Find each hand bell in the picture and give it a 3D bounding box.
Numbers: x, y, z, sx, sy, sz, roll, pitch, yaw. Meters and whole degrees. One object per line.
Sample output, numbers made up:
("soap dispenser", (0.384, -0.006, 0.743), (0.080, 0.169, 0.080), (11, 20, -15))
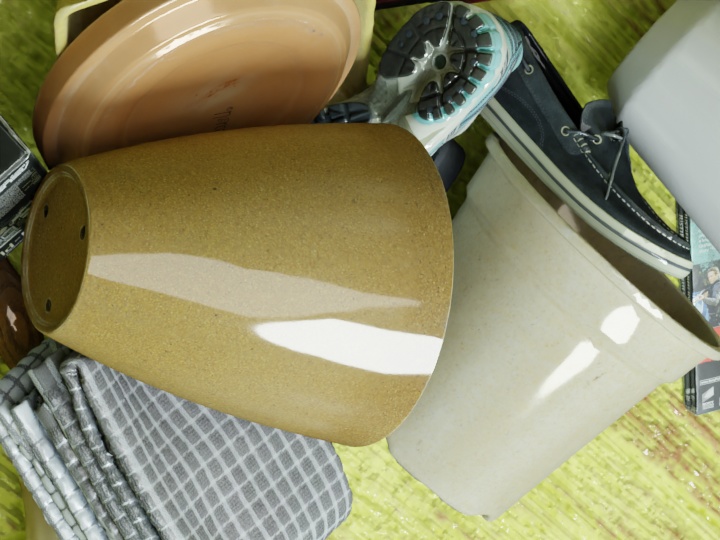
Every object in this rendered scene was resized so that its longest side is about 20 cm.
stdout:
("hand bell", (-0.194, 0.084, 1.483), (0.104, 0.104, 0.201), (-21, 100, -15))

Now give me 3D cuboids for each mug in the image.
("mug", (0.245, -0.102, 1.567), (0.153, 0.187, 0.150), (42, 113, 6))

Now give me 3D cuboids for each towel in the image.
("towel", (-0.107, 0.105, 1.450), (0.165, 0.085, 0.201), (-39, 101, -46))

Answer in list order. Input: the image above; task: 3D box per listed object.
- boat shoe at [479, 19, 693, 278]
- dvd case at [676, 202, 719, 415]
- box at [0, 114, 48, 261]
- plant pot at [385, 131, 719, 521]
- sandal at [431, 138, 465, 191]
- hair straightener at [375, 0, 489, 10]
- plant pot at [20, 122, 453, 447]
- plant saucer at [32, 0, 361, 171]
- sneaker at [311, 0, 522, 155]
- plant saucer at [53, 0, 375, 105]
("boat shoe", (0.139, -0.076, 1.513), (0.062, 0.075, 0.200), (-45, 75, 10))
("dvd case", (0.284, -0.010, 1.674), (0.145, 0.022, 0.201), (-13, 112, -19))
("box", (-0.270, -0.015, 1.351), (0.200, 0.164, 0.086), (-43, 84, -4))
("plant pot", (0.094, 0.048, 1.532), (0.200, 0.201, 0.184), (38, 101, -28))
("sandal", (0.001, 0.000, 1.527), (0.200, 0.076, 0.043), (-48, 118, -2))
("hair straightener", (0.038, -0.199, 1.498), (0.199, 0.041, 0.077), (-8, 129, -14))
("plant pot", (-0.079, -0.001, 1.360), (0.199, 0.186, 0.187), (6, 104, -31))
("plant saucer", (-0.089, -0.102, 1.393), (0.199, 0.032, 0.201), (-22, 154, -12))
("sneaker", (0.025, -0.084, 1.493), (0.200, 0.078, 0.086), (-39, 165, 27))
("plant saucer", (-0.090, -0.138, 1.417), (0.199, 0.049, 0.200), (-21, 154, -16))
